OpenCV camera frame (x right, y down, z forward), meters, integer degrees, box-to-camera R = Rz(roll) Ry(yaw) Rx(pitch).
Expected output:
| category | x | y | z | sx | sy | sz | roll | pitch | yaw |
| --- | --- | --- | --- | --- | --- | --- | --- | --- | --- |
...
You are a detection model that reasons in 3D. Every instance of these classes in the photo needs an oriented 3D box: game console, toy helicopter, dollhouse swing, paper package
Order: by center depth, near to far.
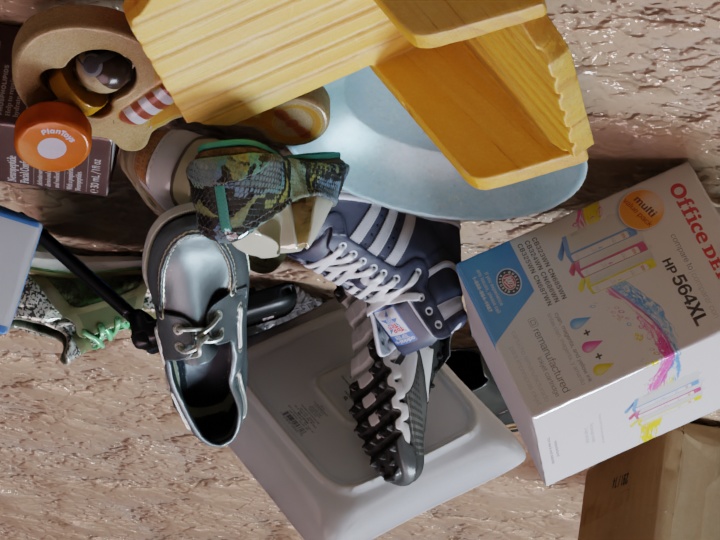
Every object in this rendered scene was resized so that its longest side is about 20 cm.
| category | x | y | z | sx | sy | sz | roll | pitch | yaw |
| --- | --- | --- | --- | --- | --- | --- | --- | --- | --- |
| dollhouse swing | 0.000 | -0.106 | 1.382 | 0.175 | 0.182 | 0.200 | -37 | 157 | -5 |
| toy helicopter | -0.110 | -0.119 | 1.515 | 0.199 | 0.079 | 0.133 | 11 | 136 | -17 |
| game console | -0.143 | -0.003 | 1.829 | 0.175 | 0.117 | 0.200 | -16 | 178 | -2 |
| paper package | 0.273 | 0.249 | 2.246 | 0.103 | 0.192 | 0.200 | 15 | 158 | -12 |

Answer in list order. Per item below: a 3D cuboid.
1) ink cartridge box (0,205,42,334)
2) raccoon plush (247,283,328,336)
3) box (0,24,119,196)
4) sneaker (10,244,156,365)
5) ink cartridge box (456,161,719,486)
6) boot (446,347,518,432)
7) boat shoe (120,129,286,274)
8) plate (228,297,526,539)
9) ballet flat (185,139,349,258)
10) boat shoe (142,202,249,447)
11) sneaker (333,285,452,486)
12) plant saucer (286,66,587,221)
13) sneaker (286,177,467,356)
| category | x | y | z | sx | sy | sz | roll | pitch | yaw |
| --- | --- | --- | --- | --- | --- | --- | --- | --- | --- |
| ink cartridge box | -0.322 | -0.025 | 1.736 | 0.145 | 0.085 | 0.200 | 17 | 179 | -24 |
| raccoon plush | -0.038 | 0.076 | 2.029 | 0.198 | 0.097 | 0.134 | 9 | 167 | -8 |
| box | -0.251 | -0.110 | 1.608 | 0.198 | 0.075 | 0.100 | 9 | 160 | -4 |
| sneaker | -0.208 | 0.036 | 1.957 | 0.198 | 0.089 | 0.077 | 7 | 159 | -5 |
| ink cartridge box | 0.184 | 0.031 | 1.698 | 0.199 | 0.129 | 0.125 | -25 | 153 | -3 |
| boot | 0.045 | 0.102 | 2.070 | 0.199 | 0.078 | 0.138 | -19 | 160 | 22 |
| boat shoe | -0.100 | -0.055 | 1.727 | 0.068 | 0.075 | 0.200 | 23 | 171 | 23 |
| plate | -0.006 | 0.099 | 1.855 | 0.199 | 0.200 | 0.032 | -23 | 148 | -32 |
| ballet flat | -0.056 | -0.041 | 1.533 | 0.074 | 0.075 | 0.200 | -2 | 180 | 20 |
| boat shoe | -0.103 | 0.039 | 1.685 | 0.072 | 0.062 | 0.201 | -11 | 137 | -11 |
| sneaker | 0.035 | 0.055 | 1.812 | 0.090 | 0.201 | 0.066 | -1 | 159 | -26 |
| plant saucer | 0.048 | -0.094 | 1.597 | 0.199 | 0.039 | 0.201 | 10 | 156 | 5 |
| sneaker | 0.000 | 0.000 | 1.715 | 0.199 | 0.109 | 0.070 | 5 | 164 | -44 |
